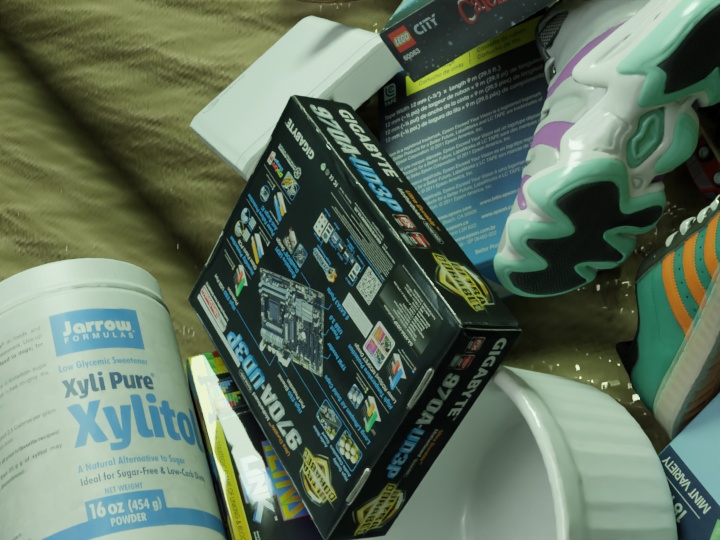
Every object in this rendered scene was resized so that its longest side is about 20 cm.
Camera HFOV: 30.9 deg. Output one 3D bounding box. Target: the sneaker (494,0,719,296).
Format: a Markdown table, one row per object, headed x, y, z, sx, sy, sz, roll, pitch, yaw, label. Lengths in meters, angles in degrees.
| x | y | z | sx | sy | sz | roll | pitch | yaw | label |
| --- | --- | --- | --- | --- | --- | --- | --- | --- | --- |
| 0.126 | -0.092 | 0.739 | 0.200 | 0.078 | 0.140 | -53 | 36 | 16 | sneaker |

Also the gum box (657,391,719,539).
| x | y | z | sx | sy | sz | roll | pitch | yaw | label |
| --- | --- | --- | --- | --- | --- | --- | --- | --- | --- |
| 0.257 | 0.098 | 0.638 | 0.200 | 0.044 | 0.170 | -50 | 48 | 17 | gum box |

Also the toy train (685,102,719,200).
| x | y | z | sx | sy | sz | roll | pitch | yaw | label |
| --- | --- | --- | --- | --- | --- | --- | --- | --- | --- |
| 0.213 | -0.061 | 0.751 | 0.046 | 0.034 | 0.201 | -47 | 48 | 35 | toy train |

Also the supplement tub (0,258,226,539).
| x | y | z | sx | sy | sz | roll | pitch | yaw | label |
| --- | --- | --- | --- | --- | --- | --- | --- | --- | --- |
| -0.161 | 0.109 | 0.788 | 0.132 | 0.132 | 0.201 | -35 | 59 | 28 | supplement tub |

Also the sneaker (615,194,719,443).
| x | y | z | sx | sy | sz | roll | pitch | yaw | label |
| --- | --- | --- | --- | --- | --- | --- | --- | --- | --- |
| 0.189 | -0.006 | 0.687 | 0.080 | 0.071 | 0.201 | 51 | 133 | 41 | sneaker |

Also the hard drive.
| x | y | z | sx | sy | sz | roll | pitch | yaw | label |
| --- | --- | --- | --- | --- | --- | --- | --- | --- | --- |
| -0.052 | -0.126 | 0.935 | 0.132 | 0.027 | 0.200 | -42 | 22 | -3 | hard drive |

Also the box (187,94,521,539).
| x | y | z | sx | sy | sz | roll | pitch | yaw | label |
| --- | --- | --- | --- | --- | --- | --- | --- | --- | --- |
| -0.014 | 0.023 | 0.730 | 0.200 | 0.046 | 0.159 | 54 | 127 | 38 | box |

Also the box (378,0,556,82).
| x | y | z | sx | sy | sz | roll | pitch | yaw | label |
| --- | --- | --- | --- | --- | --- | --- | --- | --- | --- |
| 0.114 | -0.196 | 0.747 | 0.200 | 0.038 | 0.137 | -25 | 23 | 37 | box |

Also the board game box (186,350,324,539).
| x | y | z | sx | sy | sz | roll | pitch | yaw | label |
| --- | --- | --- | --- | --- | --- | --- | --- | --- | --- |
| -0.058 | 0.174 | 0.822 | 0.056 | 0.166 | 0.201 | -13 | 56 | -11 | board game box |

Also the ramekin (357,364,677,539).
| x | y | z | sx | sy | sz | roll | pitch | yaw | label |
| --- | --- | --- | --- | --- | --- | --- | --- | --- | --- |
| 0.079 | 0.147 | 0.715 | 0.200 | 0.097 | 0.202 | -14 | 73 | 54 | ramekin |

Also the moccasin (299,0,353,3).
| x | y | z | sx | sy | sz | roll | pitch | yaw | label |
| --- | --- | --- | --- | --- | --- | --- | --- | --- | --- |
| 0.036 | -0.228 | 0.885 | 0.200 | 0.078 | 0.074 | -8 | 92 | 3 | moccasin |

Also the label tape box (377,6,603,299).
| x | y | z | sx | sy | sz | roll | pitch | yaw | label |
| --- | --- | --- | --- | --- | --- | --- | --- | --- | --- |
| 0.084 | -0.084 | 0.853 | 0.143 | 0.066 | 0.201 | -19 | 60 | 37 | label tape box |
